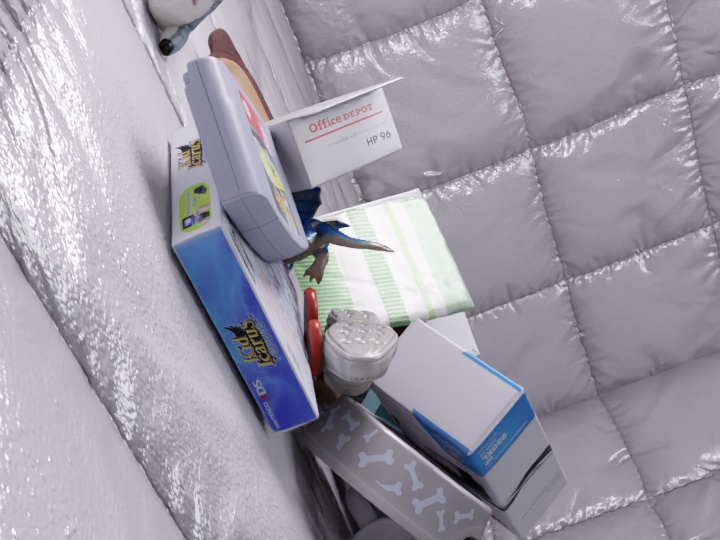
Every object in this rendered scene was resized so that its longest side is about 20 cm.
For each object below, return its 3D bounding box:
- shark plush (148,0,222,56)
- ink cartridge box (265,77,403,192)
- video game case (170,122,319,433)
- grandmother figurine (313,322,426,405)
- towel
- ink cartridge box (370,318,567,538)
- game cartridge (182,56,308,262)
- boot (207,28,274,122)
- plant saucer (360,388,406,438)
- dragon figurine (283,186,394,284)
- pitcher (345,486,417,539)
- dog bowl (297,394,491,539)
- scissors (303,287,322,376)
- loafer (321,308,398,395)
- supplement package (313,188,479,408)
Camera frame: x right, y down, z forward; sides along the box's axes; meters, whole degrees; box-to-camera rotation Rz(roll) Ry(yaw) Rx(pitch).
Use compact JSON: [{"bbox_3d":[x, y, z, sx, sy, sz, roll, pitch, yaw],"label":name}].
[{"bbox_3d":[-0.157,-0.258,1.132,0.200,0.082,0.092,-1,71,-85],"label":"shark plush"},{"bbox_3d":[-0.045,-0.119,1.084,0.199,0.115,0.069,-6,-73,56],"label":"ink cartridge box"},{"bbox_3d":[-0.098,0.002,0.948,0.182,0.045,0.201,-103,172,-56],"label":"video game case"},{"bbox_3d":[0.025,0.057,1.197,0.122,0.200,0.060,54,-26,-11],"label":"grandmother figurine"},{"bbox_3d":[0.000,0.000,1.188,0.024,0.197,0.154,104,-31,-55],"label":"towel"},{"bbox_3d":[0.109,0.159,1.131,0.144,0.084,0.201,33,-16,38],"label":"ink cartridge box"},{"bbox_3d":[-0.087,-0.077,0.927,0.200,0.040,0.135,53,21,-77],"label":"game cartridge"},{"bbox_3d":[-0.115,-0.158,1.271,0.167,0.072,0.201,-99,165,-58],"label":"boot"},{"bbox_3d":[0.068,0.157,1.219,0.019,0.070,0.200,28,-7,39],"label":"plant saucer"},{"bbox_3d":[-0.051,-0.040,1.091,0.059,0.198,0.100,50,44,-29],"label":"dragon figurine"},{"bbox_3d":[0.058,0.307,1.114,0.200,0.121,0.172,51,9,-39],"label":"pitcher"},{"bbox_3d":[0.036,0.189,1.056,0.199,0.059,0.200,37,-4,3],"label":"dog bowl"},{"bbox_3d":[-0.050,0.091,1.070,0.201,0.014,0.074,100,-17,-55],"label":"scissors"},{"bbox_3d":[-0.003,0.080,1.034,0.200,0.069,0.071,-103,-164,-85],"label":"loafer"},{"bbox_3d":[0.015,0.034,1.295,0.111,0.154,0.202,-33,-104,60],"label":"supplement package"}]
